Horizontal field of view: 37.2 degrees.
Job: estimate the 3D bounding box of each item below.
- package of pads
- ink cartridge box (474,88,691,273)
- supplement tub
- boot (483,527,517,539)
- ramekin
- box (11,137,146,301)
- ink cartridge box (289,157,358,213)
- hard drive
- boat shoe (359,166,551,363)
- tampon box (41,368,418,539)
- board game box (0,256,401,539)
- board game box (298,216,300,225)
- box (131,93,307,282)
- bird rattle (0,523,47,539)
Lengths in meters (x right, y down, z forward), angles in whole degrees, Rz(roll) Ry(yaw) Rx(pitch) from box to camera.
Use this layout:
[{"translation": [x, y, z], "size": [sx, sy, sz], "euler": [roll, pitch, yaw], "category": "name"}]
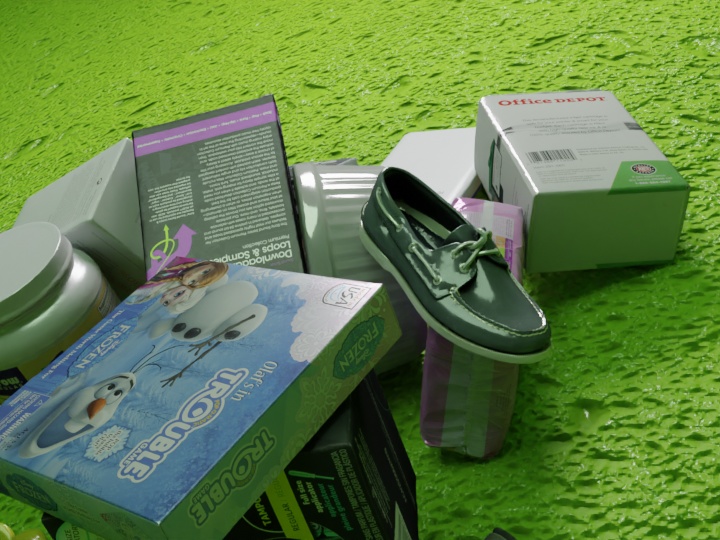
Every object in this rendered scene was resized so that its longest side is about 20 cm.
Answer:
[{"translation": [0.093, 0.042, 0.881], "size": [0.074, 0.122, 0.201], "euler": [8, 35, 3], "category": "package of pads"}, {"translation": [0.199, -0.090, 1.010], "size": [0.143, 0.085, 0.201], "euler": [-3, 33, -7], "category": "ink cartridge box"}, {"translation": [-0.283, 0.071, 0.998], "size": [0.143, 0.202, 0.146], "euler": [-17, 35, 13], "category": "supplement tub"}, {"translation": [0.082, 0.238, 0.646], "size": [0.129, 0.068, 0.200], "euler": [-26, 30, -8], "category": "boot"}, {"translation": [0.000, 0.000, 0.951], "size": [0.093, 0.205, 0.203], "euler": [-9, 30, -4], "category": "ramekin"}, {"translation": [-0.256, -0.020, 1.098], "size": [0.198, 0.152, 0.108], "euler": [-19, 43, 41], "category": "box"}, {"translation": [-0.106, -0.092, 1.201], "size": [0.195, 0.048, 0.200], "euler": [-7, 13, 19], "category": "ink cartridge box"}, {"translation": [0.066, -0.091, 1.134], "size": [0.130, 0.026, 0.201], "euler": [0, 35, 32], "category": "hard drive"}, {"translation": [0.068, -0.007, 0.788], "size": [0.072, 0.063, 0.200], "euler": [-16, 43, -33], "category": "boat shoe"}, {"translation": [-0.075, 0.149, 0.696], "size": [0.197, 0.151, 0.127], "euler": [-16, 30, 11], "category": "tampon box"}, {"translation": [-0.109, 0.071, 0.647], "size": [0.197, 0.044, 0.200], "euler": [8, 40, 40], "category": "board game box"}, {"translation": [-0.089, -0.049, 1.178], "size": [0.103, 0.024, 0.200], "euler": [-19, 11, -2], "category": "board game box"}, {"translation": [-0.129, -0.055, 0.970], "size": [0.141, 0.036, 0.203], "euler": [-13, 60, 3], "category": "box"}, {"translation": [-0.327, 0.284, 0.849], "size": [0.161, 0.113, 0.202], "euler": [-12, 43, 39], "category": "bird rattle"}]
